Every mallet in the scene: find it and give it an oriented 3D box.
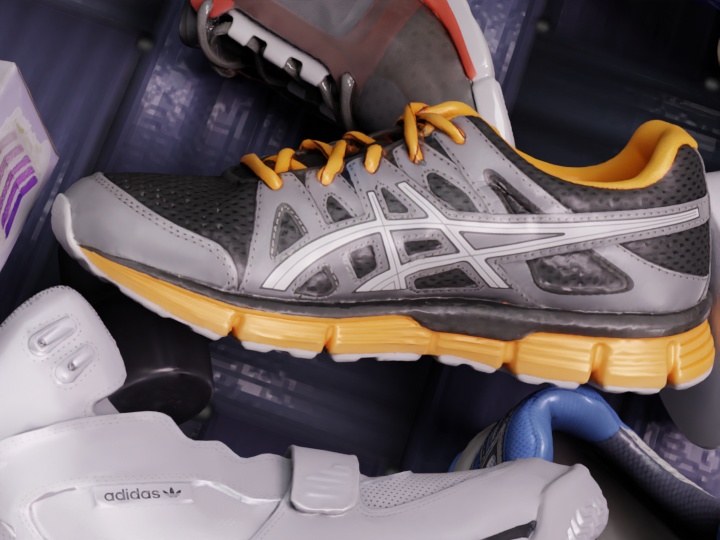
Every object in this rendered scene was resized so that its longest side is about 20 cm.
[{"bbox_3d":[0.000,0.000,0.871,0.200,0.041,0.066,-13,61,-23],"label":"mallet"}]

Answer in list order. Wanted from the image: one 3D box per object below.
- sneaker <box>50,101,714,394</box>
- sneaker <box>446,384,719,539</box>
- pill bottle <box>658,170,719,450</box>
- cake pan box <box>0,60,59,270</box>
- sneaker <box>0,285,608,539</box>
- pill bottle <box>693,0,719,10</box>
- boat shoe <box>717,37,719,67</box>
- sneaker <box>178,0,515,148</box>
[{"bbox_3d":[0.010,-0.014,0.795,0.200,0.078,0.077,6,101,-15],"label":"sneaker"},{"bbox_3d":[0.098,0.115,0.790,0.077,0.085,0.200,-34,72,-27],"label":"sneaker"},{"bbox_3d":[0.195,0.001,0.860,0.200,0.112,0.112,-8,62,-16],"label":"pill bottle"},{"bbox_3d":[-0.205,0.010,0.775,0.200,0.052,0.184,11,58,22],"label":"cake pan box"},{"bbox_3d":[-0.039,0.056,0.710,0.200,0.075,0.115,-17,77,-17],"label":"sneaker"},{"bbox_3d":[0.167,-0.131,0.888,0.200,0.120,0.120,24,54,35],"label":"pill bottle"},{"bbox_3d":[0.197,-0.044,0.780,0.200,0.065,0.072,31,54,21],"label":"boat shoe"},{"bbox_3d":[-0.014,-0.074,0.894,0.082,0.077,0.200,-23,54,-12],"label":"sneaker"}]
